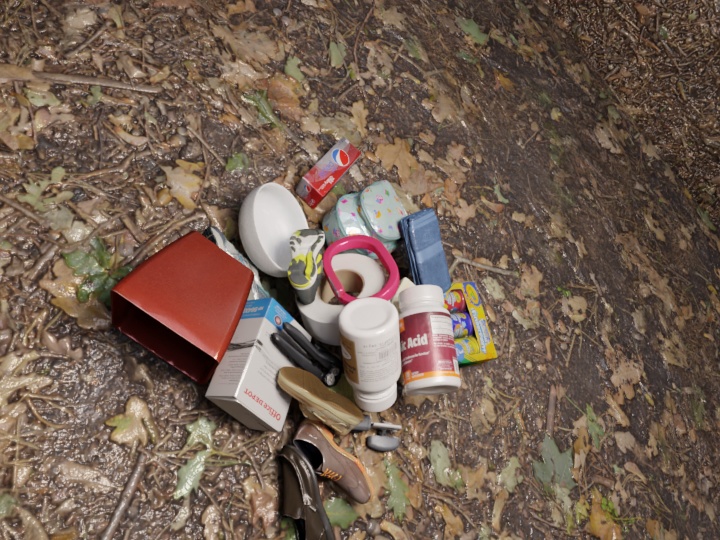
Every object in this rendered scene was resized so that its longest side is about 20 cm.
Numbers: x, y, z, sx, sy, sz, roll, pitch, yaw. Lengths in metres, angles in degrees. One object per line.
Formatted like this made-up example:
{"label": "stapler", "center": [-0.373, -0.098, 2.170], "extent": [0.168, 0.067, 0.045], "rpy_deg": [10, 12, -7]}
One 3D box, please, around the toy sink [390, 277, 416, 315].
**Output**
{"label": "toy sink", "center": [0.069, 0.142, 1.167], "extent": [0.112, 0.130, 0.201], "rpy_deg": [39, 52, -9]}

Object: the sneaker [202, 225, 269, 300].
{"label": "sneaker", "center": [-0.259, -0.002, 1.079], "extent": [0.086, 0.077, 0.203], "rpy_deg": [-29, 91, -50]}

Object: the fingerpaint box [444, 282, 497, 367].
{"label": "fingerpaint box", "center": [0.236, 0.138, 1.307], "extent": [0.164, 0.073, 0.204], "rpy_deg": [-1, 68, -31]}

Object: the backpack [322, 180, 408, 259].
{"label": "backpack", "center": [0.014, -0.110, 1.243], "extent": [0.198, 0.153, 0.178], "rpy_deg": [-28, 89, -34]}

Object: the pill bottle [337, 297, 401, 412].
{"label": "pill bottle", "center": [0.021, 0.165, 0.994], "extent": [0.111, 0.204, 0.115], "rpy_deg": [-4, 31, 3]}

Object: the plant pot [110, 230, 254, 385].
{"label": "plant pot", "center": [-0.297, 0.056, 0.920], "extent": [0.198, 0.200, 0.178], "rpy_deg": [36, 58, -8]}

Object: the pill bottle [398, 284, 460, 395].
{"label": "pill bottle", "center": [0.133, 0.141, 1.055], "extent": [0.112, 0.114, 0.205], "rpy_deg": [8, 64, -28]}

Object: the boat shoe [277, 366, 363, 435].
{"label": "boat shoe", "center": [-0.083, 0.252, 0.981], "extent": [0.199, 0.065, 0.072], "rpy_deg": [38, 13, -22]}

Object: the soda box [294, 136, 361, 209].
{"label": "soda box", "center": [-0.079, -0.246, 1.303], "extent": [0.070, 0.063, 0.201], "rpy_deg": [41, 53, -7]}

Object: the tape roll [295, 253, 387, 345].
{"label": "tape roll", "center": [-0.037, 0.057, 1.107], "extent": [0.197, 0.072, 0.205], "rpy_deg": [-7, 44, 7]}

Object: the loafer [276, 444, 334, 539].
{"label": "loafer", "center": [-0.111, 0.422, 0.954], "extent": [0.070, 0.073, 0.203], "rpy_deg": [-16, 76, -35]}

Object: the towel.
{"label": "towel", "center": [0.154, -0.037, 1.228], "extent": [0.111, 0.048, 0.205], "rpy_deg": [-24, 104, -40]}

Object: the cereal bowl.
{"label": "cereal bowl", "center": [-0.193, -0.079, 1.117], "extent": [0.200, 0.082, 0.204], "rpy_deg": [40, 42, -48]}

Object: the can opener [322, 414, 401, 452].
{"label": "can opener", "center": [-0.002, 0.334, 1.078], "extent": [0.196, 0.053, 0.068], "rpy_deg": [13, 62, -25]}

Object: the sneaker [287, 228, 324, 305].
{"label": "sneaker", "center": [-0.116, -0.012, 1.086], "extent": [0.073, 0.086, 0.202], "rpy_deg": [3, 39, 3]}

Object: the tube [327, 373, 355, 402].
{"label": "tube", "center": [-0.055, 0.247, 1.094], "extent": [0.196, 0.052, 0.059], "rpy_deg": [12, 96, -31]}

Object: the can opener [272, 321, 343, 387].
{"label": "can opener", "center": [-0.101, 0.166, 1.004], "extent": [0.064, 0.078, 0.200], "rpy_deg": [-54, 133, -8]}

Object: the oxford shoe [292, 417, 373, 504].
{"label": "oxford shoe", "center": [-0.056, 0.379, 1.000], "extent": [0.200, 0.071, 0.073], "rpy_deg": [45, 26, 4]}

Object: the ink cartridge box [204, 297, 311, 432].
{"label": "ink cartridge box", "center": [-0.186, 0.178, 0.983], "extent": [0.147, 0.083, 0.203], "rpy_deg": [53, 43, -41]}

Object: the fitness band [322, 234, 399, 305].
{"label": "fitness band", "center": [0.000, 0.000, 1.083], "extent": [0.141, 0.038, 0.201], "rpy_deg": [-20, 44, -11]}
